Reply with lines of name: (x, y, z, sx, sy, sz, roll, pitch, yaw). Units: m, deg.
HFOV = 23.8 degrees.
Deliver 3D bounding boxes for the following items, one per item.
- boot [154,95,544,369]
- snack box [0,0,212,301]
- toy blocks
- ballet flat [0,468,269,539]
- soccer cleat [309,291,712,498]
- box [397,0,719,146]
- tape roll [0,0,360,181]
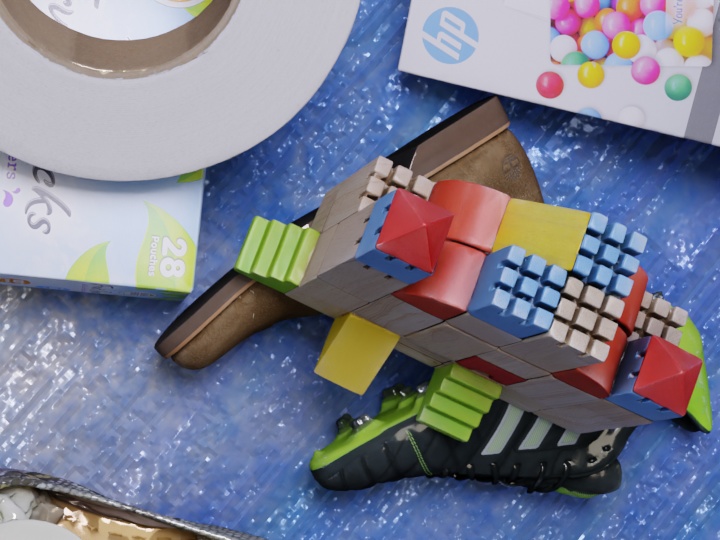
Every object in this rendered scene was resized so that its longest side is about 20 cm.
boot: (0.000, 0.000, 0.790, 0.199, 0.074, 0.076, -32, 98, -13)
snack box: (-0.167, -0.080, 0.768, 0.198, 0.068, 0.170, 5, 85, -11)
toy blocks: (0.062, 0.010, 0.696, 0.199, 0.137, 0.101, 26, 74, -13)
ballet flat: (-0.098, 0.140, 0.762, 0.199, 0.072, 0.073, 18, 83, -8)
soccer cleat: (0.075, 0.075, 0.797, 0.199, 0.068, 0.082, -19, 90, -13)
box: (0.129, -0.146, 0.777, 0.198, 0.041, 0.157, 15, 113, 7)
tape roll: (-0.096, -0.133, 0.680, 0.201, 0.037, 0.204, -2, 119, -4)
